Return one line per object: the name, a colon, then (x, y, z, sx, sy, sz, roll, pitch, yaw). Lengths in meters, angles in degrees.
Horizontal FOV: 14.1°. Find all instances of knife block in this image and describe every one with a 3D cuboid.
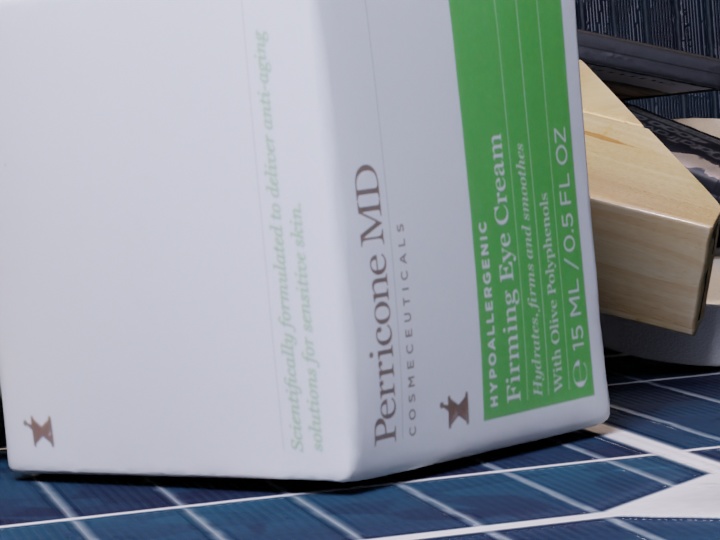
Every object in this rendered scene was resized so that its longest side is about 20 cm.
knife block: (0.048, -0.035, 1.359, 0.175, 0.064, 0.200, -14, 40, -22)

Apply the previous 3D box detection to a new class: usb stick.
usb stick: (0.156, -0.052, 1.431, 0.200, 0.033, 0.055, 25, 30, 35)

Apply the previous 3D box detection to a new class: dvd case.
dvd case: (0.097, -0.111, 1.510, 0.142, 0.018, 0.200, 11, 0, -9)

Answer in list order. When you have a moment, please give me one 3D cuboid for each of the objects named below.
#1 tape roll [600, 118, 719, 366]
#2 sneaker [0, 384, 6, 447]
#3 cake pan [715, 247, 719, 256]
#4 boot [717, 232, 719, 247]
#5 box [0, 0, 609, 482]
tape roll: (0.176, -0.017, 1.448, 0.202, 0.037, 0.203, -1, 29, 0)
sneaker: (-0.214, 0.024, 1.276, 0.199, 0.115, 0.076, -3, -22, 21)
cake pan: (0.215, 0.010, 1.578, 0.199, 0.037, 0.200, -5, 4, 0)
boot: (0.264, -0.035, 1.738, 0.162, 0.074, 0.198, -4, -11, 11)
box: (-0.030, -0.025, 1.171, 0.199, 0.200, 0.171, -1, 6, 43)
